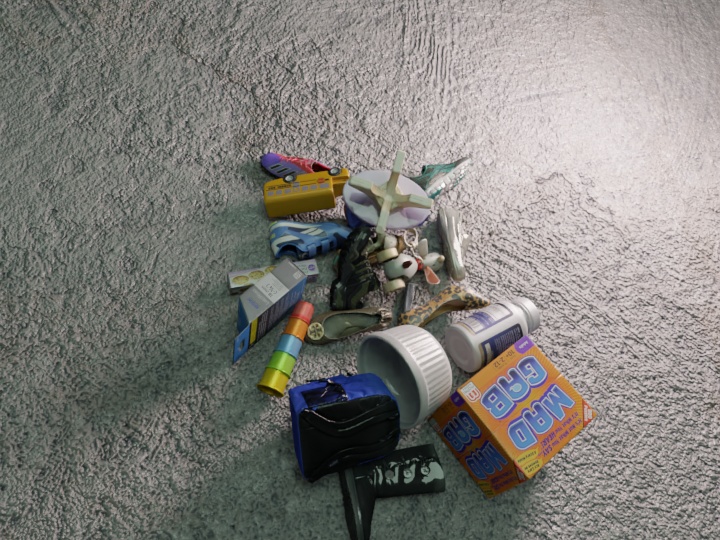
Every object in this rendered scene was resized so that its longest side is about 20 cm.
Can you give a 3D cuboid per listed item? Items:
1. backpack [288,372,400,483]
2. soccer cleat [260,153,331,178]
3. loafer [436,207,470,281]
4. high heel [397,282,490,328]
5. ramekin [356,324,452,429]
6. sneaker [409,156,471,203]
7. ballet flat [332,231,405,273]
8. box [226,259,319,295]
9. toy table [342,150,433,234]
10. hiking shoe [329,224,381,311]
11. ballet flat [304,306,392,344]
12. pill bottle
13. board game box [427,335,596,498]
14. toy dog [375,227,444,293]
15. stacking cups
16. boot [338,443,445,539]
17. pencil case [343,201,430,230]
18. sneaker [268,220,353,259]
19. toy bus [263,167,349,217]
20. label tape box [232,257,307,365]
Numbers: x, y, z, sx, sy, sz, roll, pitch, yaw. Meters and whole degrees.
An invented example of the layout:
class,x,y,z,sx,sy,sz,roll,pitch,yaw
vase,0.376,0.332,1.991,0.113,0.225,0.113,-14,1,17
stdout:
class,x,y,z,sx,sy,sz,roll,pitch,yaw
backpack,-0.032,0.274,1.232,0.199,0.163,0.168,-9,26,-14
soccer cleat,-0.143,-0.248,1.555,0.199,0.073,0.068,21,59,-1
loafer,0.231,-0.066,1.541,0.069,0.070,0.201,-4,62,-5
high heel,0.184,0.103,1.431,0.199,0.072,0.143,6,53,10
ramekin,0.091,0.205,1.293,0.105,0.200,0.200,-21,67,-33
sneaker,0.199,-0.244,1.633,0.200,0.078,0.091,-37,71,-29
ballet flat,0.026,-0.054,1.484,0.199,0.073,0.068,-20,51,-21
box,-0.192,0.014,1.420,0.199,0.039,0.042,-9,65,-17
toy table,0.059,-0.162,1.416,0.199,0.117,0.185,4,85,-1
hiking shoe,0.000,0.000,1.413,0.100,0.201,0.076,14,16,-16
ballet flat,-0.026,0.115,1.383,0.199,0.046,0.068,-9,85,-10
pill bottle,0.296,0.134,1.421,0.199,0.111,0.111,-23,69,-23
board game box,0.292,0.292,1.281,0.199,0.200,0.200,-31,72,-25
toy dog,0.124,-0.019,1.442,0.200,0.096,0.132,-39,103,-40
stacking cups,-0.150,0.159,1.332,0.060,0.061,0.201,21,62,-1
boot,0.069,0.429,1.240,0.199,0.066,0.165,-2,64,-19
pencil case,0.061,-0.137,1.515,0.199,0.087,0.078,-5,18,2
sneaker,-0.109,-0.062,1.464,0.199,0.074,0.083,0,59,-3
toy bus,-0.121,-0.180,1.497,0.199,0.065,0.078,-9,48,1
label tape box,-0.206,0.083,1.317,0.063,0.144,0.200,42,61,11
